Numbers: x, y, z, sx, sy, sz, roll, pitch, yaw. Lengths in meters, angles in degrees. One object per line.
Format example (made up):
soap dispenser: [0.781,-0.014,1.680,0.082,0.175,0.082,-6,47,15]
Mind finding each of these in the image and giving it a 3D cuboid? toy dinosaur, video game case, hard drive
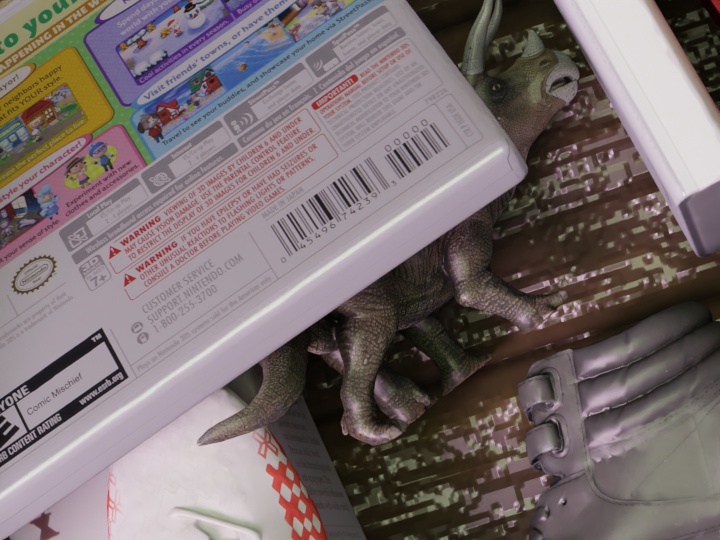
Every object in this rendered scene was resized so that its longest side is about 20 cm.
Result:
toy dinosaur: [0.000,0.000,0.820,0.200,0.077,0.102,-35,86,-31]
video game case: [-0.071,-0.035,0.799,0.200,0.022,0.182,-35,51,2]
hard drive: [0.069,-0.103,0.808,0.027,0.132,0.200,-30,78,6]

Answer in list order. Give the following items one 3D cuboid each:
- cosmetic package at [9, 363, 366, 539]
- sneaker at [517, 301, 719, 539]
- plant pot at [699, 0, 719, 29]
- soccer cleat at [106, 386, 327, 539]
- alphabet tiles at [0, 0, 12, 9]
cosmetic package: [-0.074,0.055,0.852,0.101,0.071,0.200,-27,78,8]
sneaker: [0.067,0.090,0.823,0.200,0.071,0.099,-39,73,2]
plant pot: [0.178,-0.136,0.768,0.200,0.200,0.176,-23,91,9]
soccer cleat: [-0.042,0.128,0.756,0.069,0.085,0.200,-11,83,11]
alphabet tiles: [-0.190,-0.089,0.927,0.167,0.008,0.200,23,89,13]
